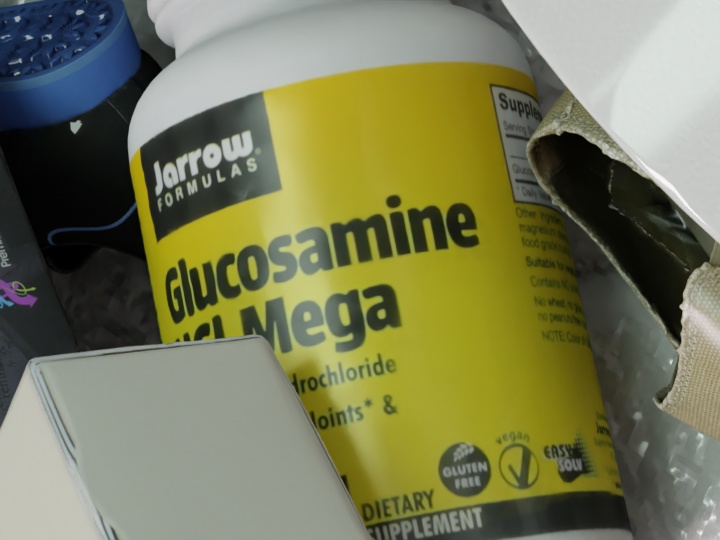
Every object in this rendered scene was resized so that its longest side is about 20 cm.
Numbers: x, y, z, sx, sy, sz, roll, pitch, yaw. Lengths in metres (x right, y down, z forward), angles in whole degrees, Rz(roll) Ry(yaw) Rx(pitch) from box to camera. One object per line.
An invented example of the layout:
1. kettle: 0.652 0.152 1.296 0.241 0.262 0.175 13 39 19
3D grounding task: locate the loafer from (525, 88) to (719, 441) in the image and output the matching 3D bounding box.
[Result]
1. loafer: 0.108 0.022 0.732 0.200 0.067 0.076 55 159 26

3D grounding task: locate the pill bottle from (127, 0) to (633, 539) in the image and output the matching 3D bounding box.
1. pill bottle: 0.000 0.000 0.796 0.112 0.112 0.201 -19 76 32

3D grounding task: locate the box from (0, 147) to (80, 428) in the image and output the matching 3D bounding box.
1. box: -0.120 0.042 0.854 0.200 0.036 0.144 114 136 -58

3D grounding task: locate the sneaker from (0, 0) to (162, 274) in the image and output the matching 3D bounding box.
1. sneaker: -0.120 -0.038 0.909 0.199 0.070 0.078 8 131 52

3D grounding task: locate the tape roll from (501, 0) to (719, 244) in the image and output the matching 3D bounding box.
1. tape roll: 0.136 -0.081 0.657 0.139 0.202 0.203 -48 63 21

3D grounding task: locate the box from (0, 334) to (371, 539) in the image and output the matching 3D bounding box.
1. box: -0.069 0.111 0.751 0.082 0.068 0.200 62 141 31
